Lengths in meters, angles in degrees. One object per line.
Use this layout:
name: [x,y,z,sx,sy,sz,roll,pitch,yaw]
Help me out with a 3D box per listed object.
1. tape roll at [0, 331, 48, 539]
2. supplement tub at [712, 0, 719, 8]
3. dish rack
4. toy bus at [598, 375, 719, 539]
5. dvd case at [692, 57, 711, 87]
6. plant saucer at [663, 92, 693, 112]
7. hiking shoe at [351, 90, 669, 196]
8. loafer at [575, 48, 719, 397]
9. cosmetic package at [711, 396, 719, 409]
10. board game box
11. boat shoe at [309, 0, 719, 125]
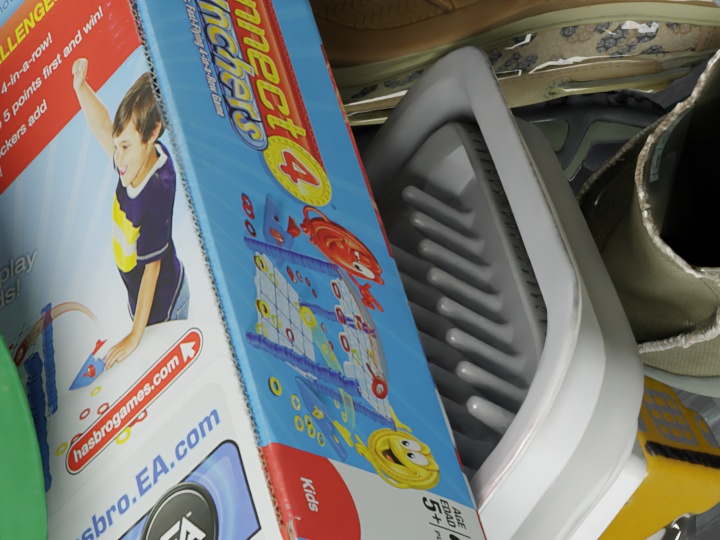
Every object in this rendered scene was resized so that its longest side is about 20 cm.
tape roll: [-0.155,0.048,0.508,0.200,0.201,0.048,-23,160,-30]
supplement tub: [0.122,-0.134,0.601,0.144,0.145,0.200,-30,162,-10]
dish rack: [-0.006,0.061,0.654,0.200,0.044,0.172,-55,-161,18]
toy bus: [0.014,0.091,0.929,0.200,0.078,0.065,-37,153,22]
dvd case: [0.152,-0.085,0.796,0.150,0.025,0.200,-39,-163,19]
plant saucer: [0.096,-0.031,0.928,0.200,0.027,0.200,-29,-177,2]
hiking shoe: [0.000,0.000,0.794,0.200,0.076,0.101,-12,111,-32]
loafer: [0.087,-0.023,0.627,0.070,0.075,0.200,19,162,-19]
cosmetic package: [0.181,0.033,1.045,0.101,0.200,0.071,-30,162,-7]
board game box: [-0.077,0.040,0.622,0.056,0.196,0.200,20,129,-39]
boat shoe: [0.046,-0.078,0.751,0.200,0.073,0.063,-10,159,-28]
